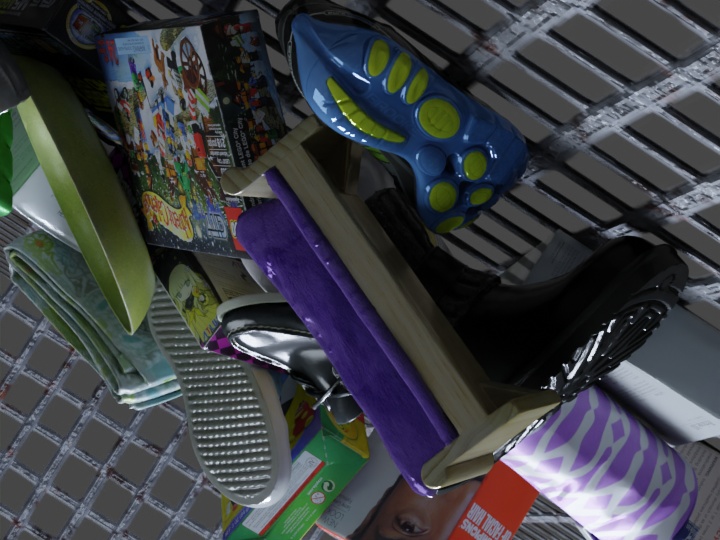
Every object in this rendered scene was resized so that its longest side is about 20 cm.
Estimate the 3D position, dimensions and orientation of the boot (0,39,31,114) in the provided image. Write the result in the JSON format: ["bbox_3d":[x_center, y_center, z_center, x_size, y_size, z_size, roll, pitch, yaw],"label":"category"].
[{"bbox_3d":[-0.294,-0.182,1.499,0.200,0.073,0.182,56,161,-22],"label":"boot"}]

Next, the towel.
[{"bbox_3d":[-0.139,0.010,1.781,0.171,0.200,0.048,45,138,28],"label":"towel"}]

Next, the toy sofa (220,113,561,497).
[{"bbox_3d":[0.005,0.023,1.272,0.200,0.098,0.083,55,-164,11],"label":"toy sofa"}]

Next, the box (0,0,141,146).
[{"bbox_3d":[-0.178,-0.137,1.612,0.160,0.044,0.200,38,169,-29],"label":"box"}]

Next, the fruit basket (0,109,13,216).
[{"bbox_3d":[-0.317,-0.106,1.565,0.094,0.185,0.200,-31,139,32],"label":"fruit basket"}]

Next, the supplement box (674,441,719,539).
[{"bbox_3d":[0.208,0.154,1.773,0.200,0.074,0.126,29,170,13],"label":"supplement box"}]

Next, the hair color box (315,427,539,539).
[{"bbox_3d":[0.071,0.117,1.636,0.111,0.200,0.064,22,167,43],"label":"hair color box"}]

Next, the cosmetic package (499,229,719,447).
[{"bbox_3d":[0.153,0.047,1.483,0.151,0.052,0.200,34,170,-2],"label":"cosmetic package"}]

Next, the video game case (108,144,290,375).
[{"bbox_3d":[-0.072,0.005,1.675,0.200,0.036,0.181,20,-152,-48],"label":"video game case"}]

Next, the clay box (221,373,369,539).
[{"bbox_3d":[-0.051,0.111,1.711,0.048,0.115,0.200,33,-161,-20],"label":"clay box"}]

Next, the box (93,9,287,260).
[{"bbox_3d":[-0.096,-0.080,1.428,0.200,0.038,0.137,8,113,67],"label":"box"}]

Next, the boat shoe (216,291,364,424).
[{"bbox_3d":[0.002,0.063,1.470,0.199,0.066,0.074,17,155,-35],"label":"boat shoe"}]

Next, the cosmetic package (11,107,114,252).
[{"bbox_3d":[-0.246,-0.101,1.770,0.102,0.074,0.200,38,-177,-44],"label":"cosmetic package"}]

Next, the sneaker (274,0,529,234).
[{"bbox_3d":[0.022,-0.084,1.240,0.200,0.071,0.083,39,-168,-51],"label":"sneaker"}]

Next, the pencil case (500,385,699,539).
[{"bbox_3d":[0.120,0.104,1.473,0.200,0.086,0.084,40,-178,-31],"label":"pencil case"}]

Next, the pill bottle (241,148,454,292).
[{"bbox_3d":[0.000,0.000,1.548,0.109,0.109,0.200,27,169,26],"label":"pill bottle"}]

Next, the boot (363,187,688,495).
[{"bbox_3d":[0.064,0.008,1.343,0.158,0.211,0.079,56,-153,15],"label":"boot"}]

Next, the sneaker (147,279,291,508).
[{"bbox_3d":[-0.076,0.080,1.650,0.082,0.074,0.200,19,-143,-43],"label":"sneaker"}]

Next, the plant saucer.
[{"bbox_3d":[-0.178,-0.055,1.574,0.200,0.031,0.200,61,170,19],"label":"plant saucer"}]
